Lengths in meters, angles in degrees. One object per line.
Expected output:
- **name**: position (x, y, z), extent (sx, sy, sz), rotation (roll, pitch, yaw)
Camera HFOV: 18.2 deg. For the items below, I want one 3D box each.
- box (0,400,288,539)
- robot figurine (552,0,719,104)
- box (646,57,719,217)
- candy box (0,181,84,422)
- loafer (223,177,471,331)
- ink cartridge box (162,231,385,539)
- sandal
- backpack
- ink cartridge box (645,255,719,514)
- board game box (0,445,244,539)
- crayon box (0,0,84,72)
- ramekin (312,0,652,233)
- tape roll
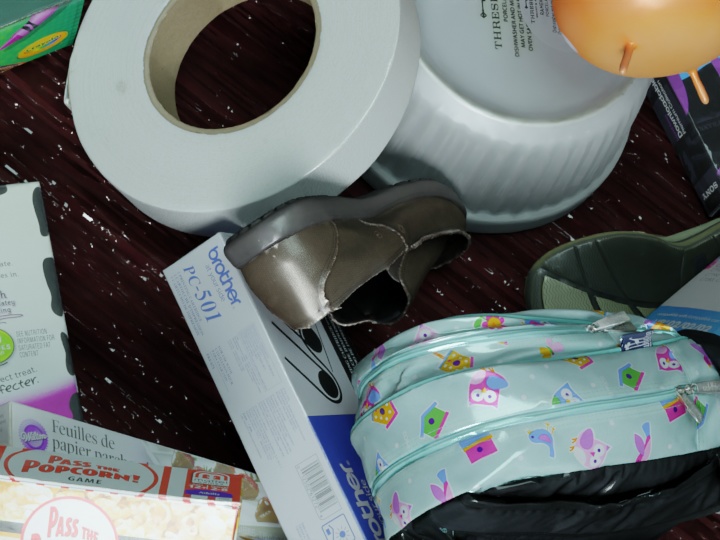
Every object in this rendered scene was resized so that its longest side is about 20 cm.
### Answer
- **box**: position (-0.109, 0.112, 1.129), extent (0.199, 0.041, 0.039), rotation (22, 52, -42)
- **robot figurine**: position (0.154, -0.193, 1.222), extent (0.116, 0.144, 0.201), rotation (-4, 74, -2)
- **box**: position (0.236, -0.145, 1.391), extent (0.142, 0.036, 0.201), rotation (-19, 76, -22)
- **candy box**: position (-0.218, 0.061, 1.160), extent (0.135, 0.061, 0.201), rotation (-6, 71, -19)
- **loafer**: position (0.000, 0.000, 1.209), extent (0.200, 0.073, 0.071), rotation (-12, 73, -56)
- **ink cartridge box**: position (-0.026, 0.078, 1.189), extent (0.094, 0.044, 0.201), rotation (5, 56, -63)
- **sandal**: position (0.171, 0.010, 1.299), extent (0.200, 0.057, 0.080), rotation (-9, 100, -37)
- **backpack**: position (0.090, 0.089, 1.146), extent (0.199, 0.167, 0.127), rotation (-1, 59, -32)
- **ink cartridge box**: position (0.252, 0.036, 1.278), extent (0.200, 0.068, 0.116), rotation (-37, 112, -26)
- **board game box**: position (-0.140, 0.187, 1.041), extent (0.150, 0.046, 0.201), rotation (8, 102, -3)
- **crayon box**: position (-0.255, -0.198, 1.257), extent (0.118, 0.058, 0.201), rotation (-26, 74, -24)
- **ramekin**: position (0.078, -0.133, 1.303), extent (0.199, 0.105, 0.202), rotation (6, 66, -13)
- **tape roll**: position (-0.066, -0.115, 1.232), extent (0.201, 0.037, 0.204), rotation (-9, 64, 20)
